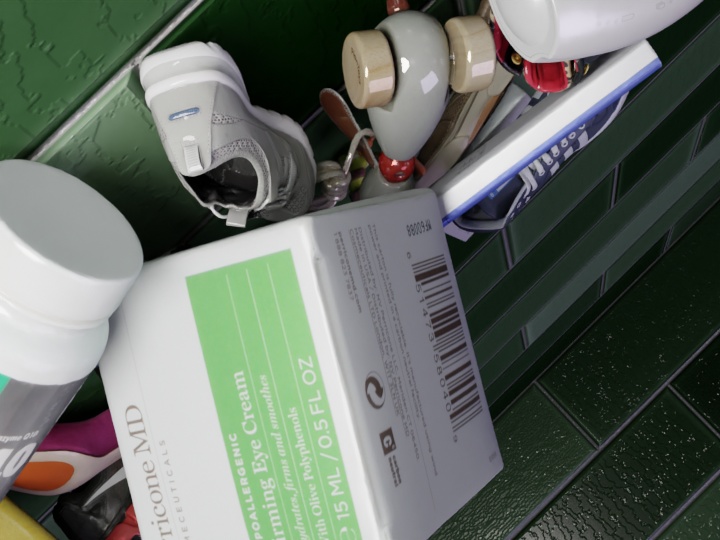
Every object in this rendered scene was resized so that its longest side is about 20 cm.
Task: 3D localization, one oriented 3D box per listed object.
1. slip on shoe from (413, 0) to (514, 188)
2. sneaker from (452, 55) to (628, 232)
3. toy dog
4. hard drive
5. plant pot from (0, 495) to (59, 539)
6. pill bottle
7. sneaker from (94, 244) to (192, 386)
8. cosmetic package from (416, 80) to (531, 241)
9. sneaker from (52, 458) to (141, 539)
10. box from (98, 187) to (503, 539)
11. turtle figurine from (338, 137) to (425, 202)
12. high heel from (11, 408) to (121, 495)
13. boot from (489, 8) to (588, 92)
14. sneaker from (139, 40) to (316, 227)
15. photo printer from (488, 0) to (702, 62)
[{"bbox_3d":[0.085,-0.148,0.955,0.201,0.060,0.076,-56,178,41],"label":"slip on shoe"},{"bbox_3d":[0.144,-0.107,0.959,0.200,0.070,0.108,-49,174,39],"label":"sneaker"},{"bbox_3d":[0.020,-0.124,0.818,0.130,0.098,0.200,4,147,-30],"label":"toy dog"},{"bbox_3d":[0.128,-0.102,0.862,0.199,0.026,0.132,-37,-176,14],"label":"hard drive"},{"bbox_3d":[-0.288,0.268,0.857,0.199,0.177,0.201,-38,163,-19],"label":"plant pot"},{"bbox_3d":[-0.208,0.046,0.635,0.201,0.113,0.113,-52,161,22],"label":"pill bottle"},{"bbox_3d":[-0.153,0.035,0.830,0.089,0.079,0.199,-39,159,20],"label":"sneaker"},{"bbox_3d":[0.113,-0.108,1.127,0.151,0.052,0.200,-49,162,9],"label":"cosmetic package"},{"bbox_3d":[-0.198,0.166,1.009,0.071,0.097,0.201,-50,-173,41],"label":"sneaker"},{"bbox_3d":[-0.036,0.070,0.735,0.169,0.202,0.199,-14,-179,27],"label":"box"},{"bbox_3d":[0.000,0.000,0.938,0.159,0.203,0.064,-19,-172,-3],"label":"turtle figurine"},{"bbox_3d":[-0.223,0.122,0.928,0.198,0.097,0.067,12,136,-46],"label":"high heel"},{"bbox_3d":[0.148,-0.193,0.823,0.201,0.072,0.153,61,43,-57],"label":"boot"},{"bbox_3d":[-0.079,-0.059,0.712,0.074,0.083,0.200,-14,161,15],"label":"sneaker"},{"bbox_3d":[0.124,-0.223,0.628,0.165,0.203,0.069,-28,-164,-22],"label":"photo printer"}]
